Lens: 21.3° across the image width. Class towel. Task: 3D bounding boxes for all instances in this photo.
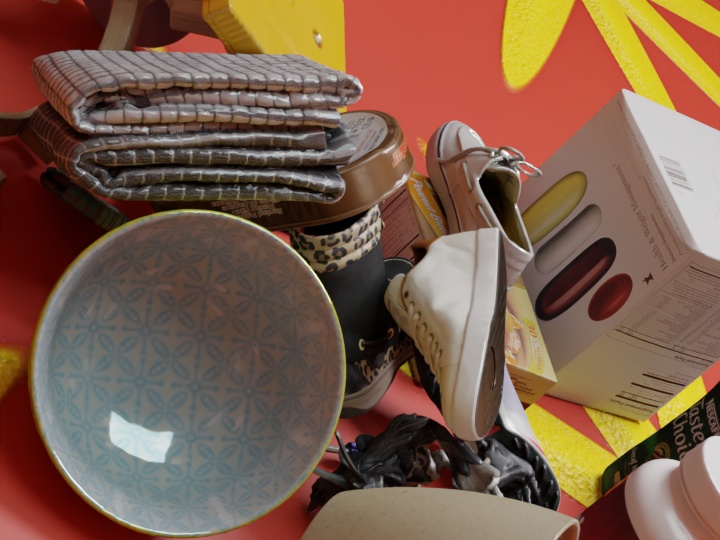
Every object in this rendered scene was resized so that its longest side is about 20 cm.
[{"bbox_3d":[-0.128,-0.007,1.316,0.200,0.022,0.147,36,-4,-17],"label":"towel"},{"bbox_3d":[-0.111,-0.098,1.272,0.200,0.086,0.166,-1,13,-17],"label":"towel"}]

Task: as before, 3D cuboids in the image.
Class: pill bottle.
[{"bbox_3d":[0.205,0.208,1.371,0.113,0.200,0.113,32,33,-24],"label":"pill bottle"}]

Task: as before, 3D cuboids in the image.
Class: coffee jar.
[{"bbox_3d":[0.289,0.152,1.543,0.085,0.200,0.104,32,32,-23],"label":"coffee jar"}]

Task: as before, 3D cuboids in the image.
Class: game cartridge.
[{"bbox_3d":[-0.066,-0.199,1.433,0.200,0.032,0.176,50,29,-46],"label":"game cartridge"}]

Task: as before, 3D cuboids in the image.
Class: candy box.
[{"bbox_3d":[0.083,0.016,1.591,0.115,0.055,0.200,22,38,-36],"label":"candy box"}]

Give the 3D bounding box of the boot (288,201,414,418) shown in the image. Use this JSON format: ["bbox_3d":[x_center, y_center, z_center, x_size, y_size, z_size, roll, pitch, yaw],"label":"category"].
[{"bbox_3d":[0.000,0.000,1.419,0.200,0.073,0.151,-53,142,-54],"label":"boot"}]

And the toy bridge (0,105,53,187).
[{"bbox_3d":[-0.269,-0.076,1.286,0.067,0.027,0.200,43,32,2],"label":"toy bridge"}]

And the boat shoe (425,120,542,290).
[{"bbox_3d":[0.110,-0.071,1.587,0.075,0.086,0.202,29,33,-27],"label":"boat shoe"}]

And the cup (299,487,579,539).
[{"bbox_3d":[0.028,0.213,1.184,0.143,0.201,0.200,25,26,15],"label":"cup"}]

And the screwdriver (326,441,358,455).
[{"bbox_3d":[-0.019,0.124,1.355,0.200,0.029,0.028,20,39,-46],"label":"screwdriver"}]

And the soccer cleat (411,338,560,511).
[{"bbox_3d":[0.089,0.100,1.449,0.200,0.068,0.073,64,-4,-7],"label":"soccer cleat"}]

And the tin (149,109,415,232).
[{"bbox_3d":[-0.059,-0.069,1.369,0.112,0.200,0.042,-58,134,-57],"label":"tin"}]

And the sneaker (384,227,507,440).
[{"bbox_3d":[0.058,0.048,1.344,0.200,0.085,0.073,-81,165,-53],"label":"sneaker"}]

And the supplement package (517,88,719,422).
[{"bbox_3d":[0.238,-0.010,1.674,0.147,0.200,0.191,18,40,-39],"label":"supplement package"}]

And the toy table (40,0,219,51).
[{"bbox_3d":[-0.171,-0.228,1.444,0.184,0.200,0.117,4,41,9],"label":"toy table"}]

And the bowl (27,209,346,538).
[{"bbox_3d":[-0.119,0.062,1.209,0.200,0.200,0.108,37,-11,-16],"label":"bowl"}]

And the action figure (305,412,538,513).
[{"bbox_3d":[0.047,0.159,1.322,0.200,0.119,0.102,14,37,-51],"label":"action figure"}]
